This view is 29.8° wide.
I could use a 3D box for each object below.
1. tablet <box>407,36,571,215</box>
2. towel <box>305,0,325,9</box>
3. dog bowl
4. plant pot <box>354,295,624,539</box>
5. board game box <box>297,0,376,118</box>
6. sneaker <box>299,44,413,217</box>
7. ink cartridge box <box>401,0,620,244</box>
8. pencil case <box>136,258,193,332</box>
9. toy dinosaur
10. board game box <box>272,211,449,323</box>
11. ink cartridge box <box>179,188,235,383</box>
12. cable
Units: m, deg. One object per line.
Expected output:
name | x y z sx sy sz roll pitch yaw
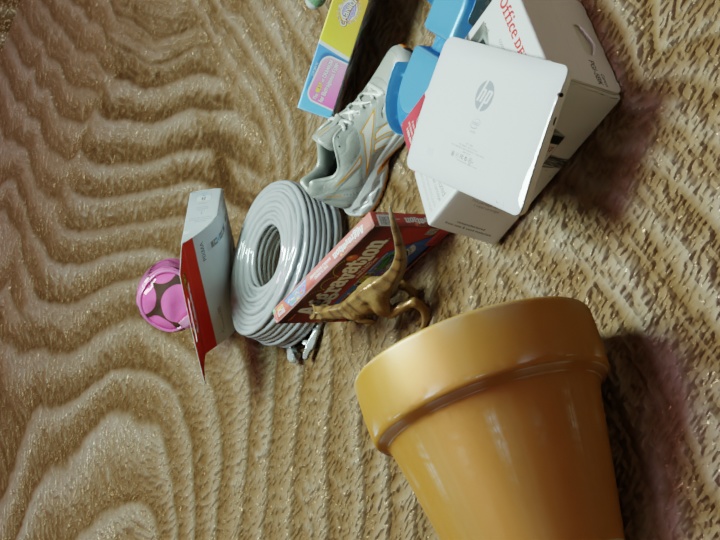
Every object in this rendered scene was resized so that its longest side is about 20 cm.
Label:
tablet | 0.107 -0.132 1.189 0.200 0.014 0.130 31 106 58
towel | -0.005 -0.430 1.665 0.200 0.031 0.149 -50 25 35
dog bowl | 0.092 -0.229 1.400 0.200 0.049 0.111 -67 30 14
plant pot | 0.115 0.145 1.058 0.200 0.200 0.184 -41 59 46
board game box | -0.017 -0.276 1.559 0.153 0.040 0.200 -73 1 -83
sneaker | 0.000 -0.158 1.486 0.076 0.092 0.200 43 114 57
ink cartridge box | 0.132 -0.147 1.252 0.200 0.083 0.147 -53 36 36
pencil case | -0.244 0.034 1.778 0.091 0.094 0.200 -31 7 -1
toy dinosaur | 0.021 0.022 1.350 0.200 0.106 0.061 -41 43 45
board game box | 0.000 0.000 1.401 0.200 0.103 0.019 -44 55 44
ink cartridge box | -0.179 0.016 1.645 0.200 0.047 0.160 -95 -3 -59
cable | -0.093 -0.009 1.608 0.200 0.069 0.200 38 111 60
